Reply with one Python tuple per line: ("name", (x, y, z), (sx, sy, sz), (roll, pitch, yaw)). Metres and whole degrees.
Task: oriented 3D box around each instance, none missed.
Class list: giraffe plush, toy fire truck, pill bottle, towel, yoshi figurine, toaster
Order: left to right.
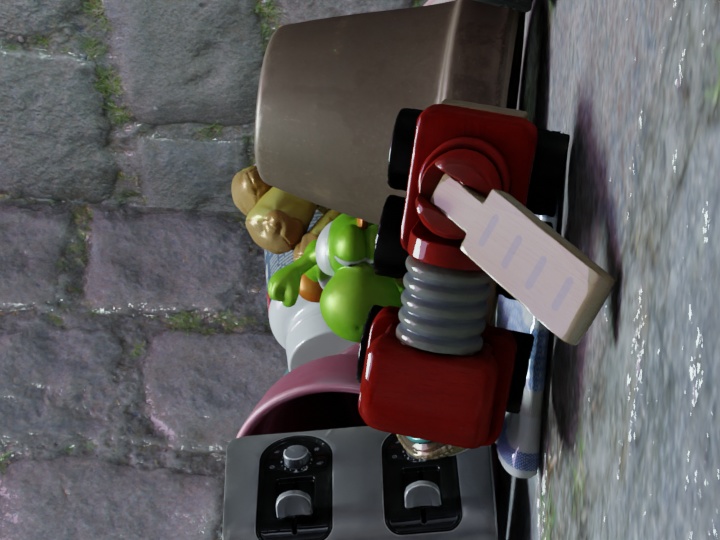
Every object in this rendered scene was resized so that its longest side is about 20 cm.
("pill bottle", (-0.032, 0.020, 1.445), (0.200, 0.119, 0.120), (-98, 8, -48))
("yoshi figurine", (-0.007, 0.014, 1.173), (0.112, 0.112, 0.200), (54, 174, 3))
("giraffe plush", (-0.006, -0.106, 1.375), (0.200, 0.172, 0.162), (-34, -25, -46))
("toaster", (0.004, 0.208, 0.992), (0.119, 0.180, 0.200), (-89, -6, -61))
("toy fire truck", (0.058, 0.014, 0.748), (0.200, 0.128, 0.177), (-48, -32, -74))
("towel", (0.099, 0.017, 0.919), (0.147, 0.024, 0.201), (-90, 3, -81))

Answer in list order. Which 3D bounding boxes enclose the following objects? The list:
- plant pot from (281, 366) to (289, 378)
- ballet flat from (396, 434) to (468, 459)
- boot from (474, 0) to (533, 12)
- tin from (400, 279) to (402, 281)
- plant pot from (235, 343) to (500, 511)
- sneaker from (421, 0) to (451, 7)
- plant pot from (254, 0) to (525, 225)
("plant pot", (0.016, 0.129, 1.551), (0.201, 0.200, 0.161), (-86, 20, -57))
("ballet flat", (0.061, 0.073, 0.942), (0.200, 0.070, 0.065), (-82, -31, -61))
("boot", (0.104, -0.257, 0.983), (0.200, 0.068, 0.131), (-91, 14, -66))
("tin", (0.054, 0.072, 1.389), (0.112, 0.042, 0.200), (68, -152, -41))
("plant pot", (0.021, 0.135, 1.149), (0.179, 0.199, 0.201), (-52, -31, -61))
("sneaker", (0.049, -0.163, 1.227), (0.200, 0.075, 0.105), (-49, 11, 22))
("plant pot", (0.020, -0.107, 1.047), (0.200, 0.174, 0.201), (7, -90, -84))
